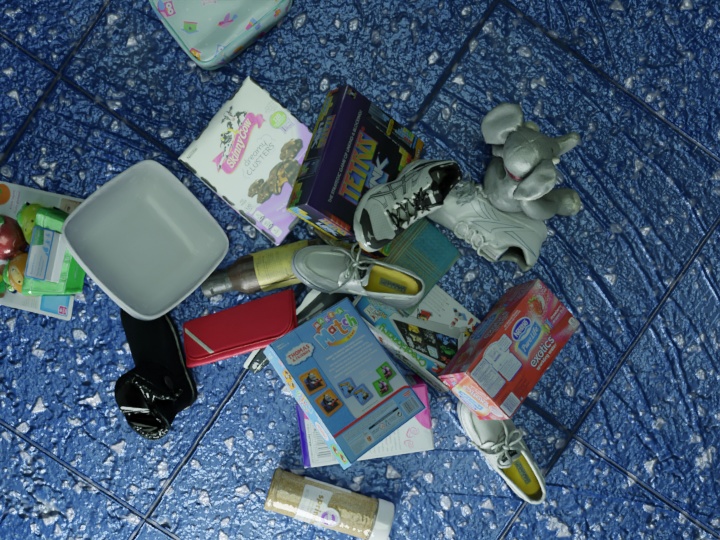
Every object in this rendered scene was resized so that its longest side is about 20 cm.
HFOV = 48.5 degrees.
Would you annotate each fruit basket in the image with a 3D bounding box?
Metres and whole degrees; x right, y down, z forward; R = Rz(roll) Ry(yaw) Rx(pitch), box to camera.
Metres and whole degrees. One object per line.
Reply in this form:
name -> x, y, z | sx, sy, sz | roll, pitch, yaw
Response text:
fruit basket -> -0.515, -0.035, 1.205 | 0.199, 0.094, 0.187 | 13, 92, 0

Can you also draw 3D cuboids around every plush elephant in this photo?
plush elephant -> 0.247, -0.160, 1.166 | 0.199, 0.155, 0.166 | -16, 77, -24

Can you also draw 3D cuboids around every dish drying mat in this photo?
dish drying mat -> -0.186, 0.089, 1.215 | 0.199, 0.018, 0.077 | -17, 66, 22

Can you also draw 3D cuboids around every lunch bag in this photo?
lunch bag -> -0.209, -0.419, 1.210 | 0.200, 0.077, 0.161 | -40, 92, -1

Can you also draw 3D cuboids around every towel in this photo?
towel -> 0.043, -0.043, 1.236 | 0.200, 0.022, 0.147 | 42, 69, 3

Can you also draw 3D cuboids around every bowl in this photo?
bowl -> -0.323, -0.038, 1.193 | 0.200, 0.075, 0.200 | 47, 58, -6

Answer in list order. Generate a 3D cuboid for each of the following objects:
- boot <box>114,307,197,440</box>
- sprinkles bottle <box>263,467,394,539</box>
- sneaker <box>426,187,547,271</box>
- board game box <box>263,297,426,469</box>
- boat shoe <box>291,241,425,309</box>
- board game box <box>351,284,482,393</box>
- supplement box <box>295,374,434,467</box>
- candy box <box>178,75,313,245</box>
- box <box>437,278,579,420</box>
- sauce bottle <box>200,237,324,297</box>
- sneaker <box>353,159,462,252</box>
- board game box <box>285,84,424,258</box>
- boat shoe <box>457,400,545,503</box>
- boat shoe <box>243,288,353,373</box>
boot -> -0.316, 0.138, 1.180 | 0.076, 0.168, 0.201 | -24, 93, 5
sprinkles bottle -> -0.049, 0.371, 1.254 | 0.199, 0.068, 0.069 | 18, 91, -3
sneaker -> 0.192, -0.064, 1.229 | 0.199, 0.075, 0.088 | 18, 55, -1
board game box -> -0.021, 0.157, 1.143 | 0.151, 0.037, 0.201 | -29, 79, -32
boat shoe -> 0.000, 0.005, 1.155 | 0.201, 0.086, 0.075 | 19, 72, -4
board game box -> 0.089, 0.079, 1.244 | 0.200, 0.035, 0.126 | 40, 69, -4
supplement box -> 0.006, 0.230, 1.234 | 0.198, 0.103, 0.102 | -7, 92, -1
candy box -> -0.148, -0.165, 1.225 | 0.200, 0.072, 0.168 | 40, 89, -4
box -> 0.225, 0.120, 1.208 | 0.100, 0.095, 0.200 | 46, 67, -8
sauce bottle -> -0.149, 0.000, 1.233 | 0.199, 0.065, 0.065 | -13, 93, 4
sneaker -> 0.070, -0.102, 1.141 | 0.200, 0.087, 0.076 | -47, 119, -31
board game box -> -0.003, -0.142, 1.175 | 0.165, 0.057, 0.201 | 31, 68, -35
boat shoe -> 0.224, 0.281, 1.246 | 0.074, 0.086, 0.203 | -32, 94, -1
boat shoe -> -0.095, 0.093, 1.237 | 0.060, 0.076, 0.200 | 45, 91, 2
